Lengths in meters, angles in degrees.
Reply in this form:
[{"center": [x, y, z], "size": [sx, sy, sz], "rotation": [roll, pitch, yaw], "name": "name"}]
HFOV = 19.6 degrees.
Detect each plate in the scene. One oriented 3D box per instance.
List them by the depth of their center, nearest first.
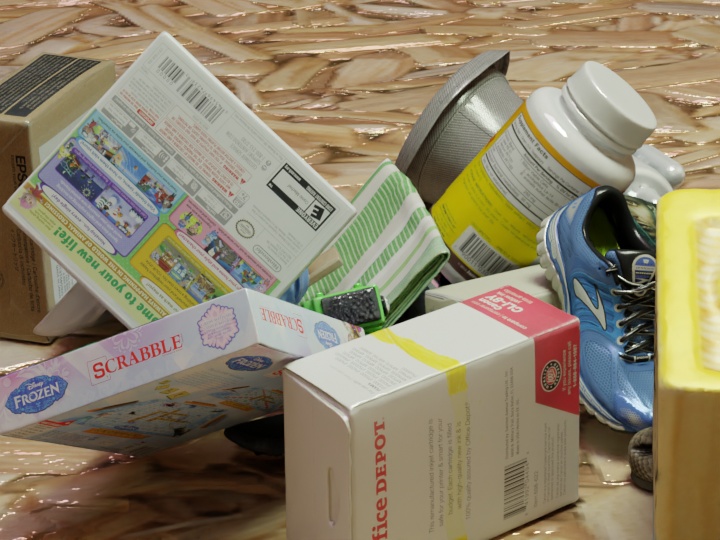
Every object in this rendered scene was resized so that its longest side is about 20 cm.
[{"center": [-0.166, -0.020, 1.684], "size": [0.200, 0.032, 0.200], "rotation": [-45, -1, 8], "name": "plate"}]

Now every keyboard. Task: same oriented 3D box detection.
[{"center": [0.007, 0.121, 1.545], "size": [0.199, 0.040, 0.104], "rotation": [-11, 10, -27], "name": "keyboard"}]

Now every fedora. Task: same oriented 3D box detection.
[{"center": [0.107, -0.108, 1.908], "size": [0.090, 0.200, 0.177], "rotation": [38, 72, 12], "name": "fedora"}]

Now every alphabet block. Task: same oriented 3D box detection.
[{"center": [0.285, 0.083, 1.336], "size": [0.195, 0.201, 0.196], "rotation": [-1, 40, 6], "name": "alphabet block"}]

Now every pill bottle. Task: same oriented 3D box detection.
[{"center": [0.146, -0.071, 1.688], "size": [0.109, 0.200, 0.109], "rotation": [34, 24, -18], "name": "pill bottle"}]

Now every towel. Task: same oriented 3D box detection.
[{"center": [0.000, 0.000, 1.698], "size": [0.023, 0.153, 0.200], "rotation": [36, 13, -22], "name": "towel"}]

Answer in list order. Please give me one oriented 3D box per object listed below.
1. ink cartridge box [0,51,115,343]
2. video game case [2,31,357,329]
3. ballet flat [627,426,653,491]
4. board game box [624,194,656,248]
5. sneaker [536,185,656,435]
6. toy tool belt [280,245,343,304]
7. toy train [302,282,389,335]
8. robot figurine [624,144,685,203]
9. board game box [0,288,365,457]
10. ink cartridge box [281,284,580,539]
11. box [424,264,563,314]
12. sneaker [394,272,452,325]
[{"center": [-0.265, -0.064, 1.767], "size": [0.075, 0.201, 0.165], "rotation": [7, 26, 19], "name": "ink cartridge box"}, {"center": [-0.135, -0.045, 1.562], "size": [0.182, 0.200, 0.022], "rotation": [-47, 1, -2], "name": "video game case"}, {"center": [0.283, 0.137, 1.454], "size": [0.199, 0.047, 0.067], "rotation": [8, 25, 24], "name": "ballet flat"}, {"center": [0.293, 0.002, 1.643], "size": [0.199, 0.028, 0.135], "rotation": [14, 26, -33], "name": "board game box"}, {"center": [0.189, 0.027, 1.538], "size": [0.078, 0.089, 0.201], "rotation": [-3, 63, -28], "name": "sneaker"}, {"center": [-0.093, 0.027, 1.646], "size": [0.122, 0.126, 0.200], "rotation": [-3, 23, 19], "name": "toy tool belt"}, {"center": [-0.075, 0.047, 1.523], "size": [0.199, 0.042, 0.056], "rotation": [-14, -6, -2], "name": "toy train"}, {"center": [0.198, -0.056, 1.808], "size": [0.169, 0.113, 0.200], "rotation": [-26, 30, -12], "name": "robot figurine"}, {"center": [-0.118, 0.075, 1.435], "size": [0.198, 0.041, 0.200], "rotation": [-19, -16, 18], "name": "board game box"}, {"center": [0.049, 0.111, 1.412], "size": [0.199, 0.146, 0.083], "rotation": [-18, 30, -32], "name": "ink cartridge box"}, {"center": [0.152, 0.035, 1.634], "size": [0.199, 0.069, 0.082], "rotation": [-12, 16, -32], "name": "box"}, {"center": [0.060, 0.017, 1.714], "size": [0.081, 0.071, 0.200], "rotation": [-5, 27, -10], "name": "sneaker"}]
